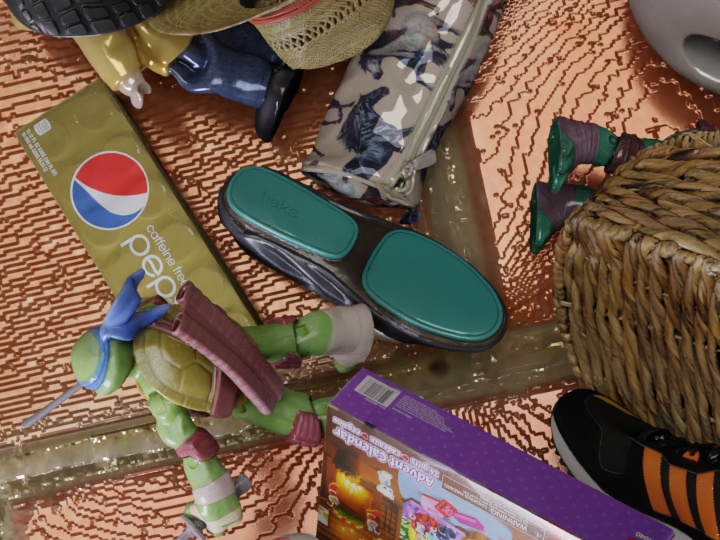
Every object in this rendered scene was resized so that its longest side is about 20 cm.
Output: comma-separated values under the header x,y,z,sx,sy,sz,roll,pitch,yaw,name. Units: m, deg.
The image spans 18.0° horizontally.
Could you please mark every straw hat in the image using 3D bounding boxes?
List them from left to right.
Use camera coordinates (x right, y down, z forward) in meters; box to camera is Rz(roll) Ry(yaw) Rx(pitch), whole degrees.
x,y,z,sx,sy,sz,roll,pitch,yaw,name
-0.025,-0.173,1.384,0.201,0.201,0.085,-32,119,1,straw hat

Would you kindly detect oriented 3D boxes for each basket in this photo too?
x,y,z,sx,sy,sz,roll,pitch,yaw,name
0.210,0.014,1.336,0.142,0.200,0.149,20,50,39,basket

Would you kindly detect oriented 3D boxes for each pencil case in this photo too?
x,y,z,sx,sy,sz,roll,pitch,yaw,name
0.040,-0.132,1.419,0.089,0.078,0.200,21,84,42,pencil case

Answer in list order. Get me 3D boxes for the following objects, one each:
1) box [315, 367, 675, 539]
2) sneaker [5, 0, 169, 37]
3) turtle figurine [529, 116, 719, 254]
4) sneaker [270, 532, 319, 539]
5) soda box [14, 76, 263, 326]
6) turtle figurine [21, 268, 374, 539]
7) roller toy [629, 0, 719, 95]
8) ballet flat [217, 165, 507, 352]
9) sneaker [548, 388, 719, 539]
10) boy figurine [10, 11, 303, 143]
x,y,z,sx,sy,sz,roll,pitch,yaw,name
0.068,0.154,1.253,0.200,0.137,0.039,26,46,22,box
-0.132,-0.206,1.391,0.200,0.088,0.076,-34,108,-15,sneaker
0.209,-0.044,1.389,0.199,0.101,0.150,5,124,-4,turtle figurine
-0.083,0.203,1.319,0.104,0.200,0.076,-16,89,-25,sneaker
-0.134,-0.018,1.430,0.068,0.064,0.200,-33,82,0,soda box
-0.090,0.083,1.331,0.193,0.144,0.201,1,112,-25,turtle figurine
0.252,-0.200,1.366,0.182,0.140,0.200,-26,61,-14,roller toy
0.000,0.000,1.415,0.200,0.073,0.073,28,86,9,ballet flat
0.198,0.119,1.277,0.200,0.070,0.090,44,123,22,sneaker
-0.134,-0.149,1.423,0.199,0.065,0.125,20,46,-1,boy figurine
